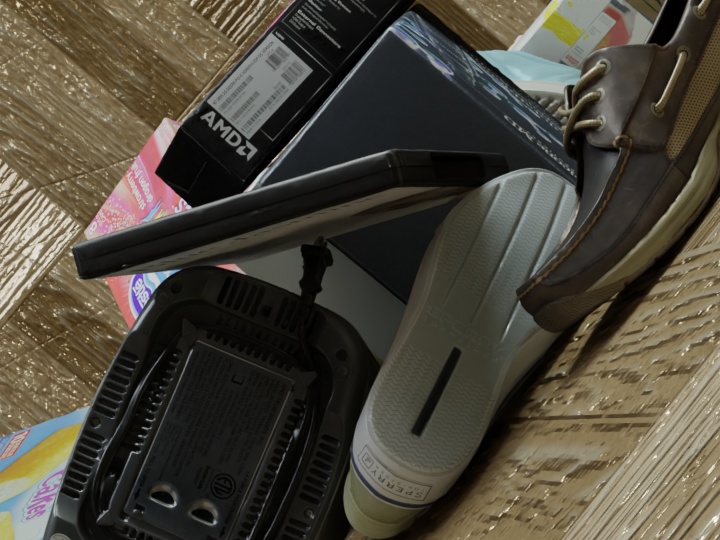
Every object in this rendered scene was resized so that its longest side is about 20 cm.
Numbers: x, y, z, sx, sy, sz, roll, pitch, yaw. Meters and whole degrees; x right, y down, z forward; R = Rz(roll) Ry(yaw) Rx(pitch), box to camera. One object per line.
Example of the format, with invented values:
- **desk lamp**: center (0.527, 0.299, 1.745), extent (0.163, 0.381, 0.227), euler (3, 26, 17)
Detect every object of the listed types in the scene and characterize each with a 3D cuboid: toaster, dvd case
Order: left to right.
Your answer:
- **toaster**: center (-0.056, 0.083, 1.073), extent (0.129, 0.113, 0.200), euler (47, -116, -78)
- **dvd case**: center (-0.023, -0.025, 1.052), extent (0.142, 0.018, 0.200), euler (-16, -2, 16)

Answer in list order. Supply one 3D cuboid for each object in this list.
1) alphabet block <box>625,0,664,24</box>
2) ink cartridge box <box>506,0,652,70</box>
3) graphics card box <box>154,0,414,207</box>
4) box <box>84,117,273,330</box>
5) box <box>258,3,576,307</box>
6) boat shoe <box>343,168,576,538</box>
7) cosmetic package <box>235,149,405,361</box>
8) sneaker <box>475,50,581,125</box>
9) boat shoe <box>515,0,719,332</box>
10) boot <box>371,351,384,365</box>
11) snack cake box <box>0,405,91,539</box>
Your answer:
- **alphabet block**: center (0.183, -0.243, 1.260), extent (0.196, 0.195, 0.200), euler (-52, 3, 2)
- **ink cartridge box**: center (0.178, -0.176, 1.599), extent (0.200, 0.083, 0.145), euler (-49, 2, 33)
- **graphics card box**: center (-0.027, -0.121, 1.345), extent (0.200, 0.051, 0.125), euler (-50, 3, -14)
- **box**: center (-0.082, 0.012, 1.489), extent (0.103, 0.095, 0.200), euler (-52, 41, 21)
- **box**: center (0.046, -0.050, 1.281), extent (0.107, 0.148, 0.200), euler (-50, 2, 11)
- **boat shoe**: center (0.042, 0.031, 1.043), extent (0.200, 0.072, 0.062), euler (-53, -2, -42)
- **cosmetic package**: center (0.000, 0.000, 1.344), extent (0.052, 0.151, 0.200), euler (-51, 1, 11)
- **sneaker**: center (0.067, -0.108, 1.540), extent (0.082, 0.200, 0.074), euler (-50, -27, -64)
- **boat shoe**: center (0.114, -0.057, 1.001), extent (0.200, 0.073, 0.074), euler (-51, 2, -31)
- **boot**: center (-0.050, 0.139, 1.213), extent (0.200, 0.066, 0.175), euler (-50, -10, -18)
- **snack cake box**: center (-0.168, 0.147, 1.329), extent (0.115, 0.067, 0.200), euler (-22, 18, 21)
